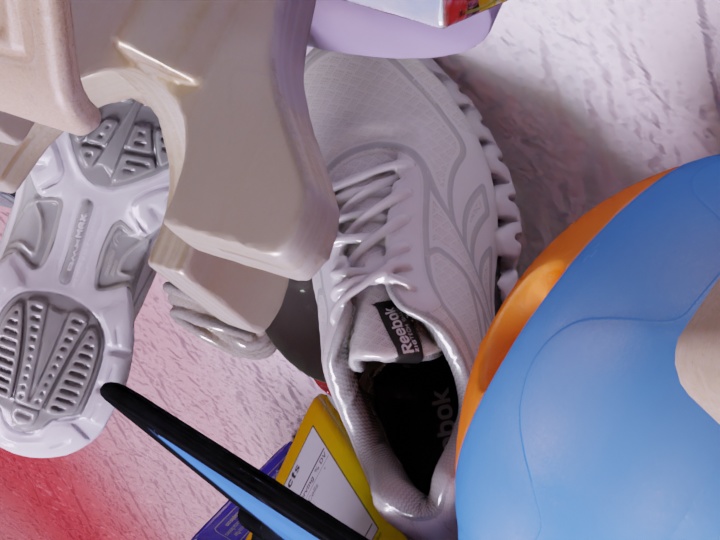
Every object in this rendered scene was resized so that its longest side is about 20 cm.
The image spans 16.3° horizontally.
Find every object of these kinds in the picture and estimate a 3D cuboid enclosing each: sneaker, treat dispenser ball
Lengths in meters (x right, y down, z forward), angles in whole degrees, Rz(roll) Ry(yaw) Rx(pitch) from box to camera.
[{"bbox_3d":[-0.098,-0.034,0.944,0.078,0.201,0.099,25,-171,-10],"label":"sneaker"},{"bbox_3d":[0.128,0.063,0.760,0.200,0.201,0.201,30,157,14],"label":"treat dispenser ball"},{"bbox_3d":[0.015,0.004,0.856,0.075,0.201,0.081,-23,160,20],"label":"sneaker"}]

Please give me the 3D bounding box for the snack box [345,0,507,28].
[{"bbox_3d":[-0.016,-0.127,0.662,0.200,0.142,0.053,21,123,33],"label":"snack box"}]

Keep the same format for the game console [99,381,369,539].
[{"bbox_3d":[-0.012,0.150,0.893,0.116,0.177,0.200,-2,-159,-42],"label":"game console"}]

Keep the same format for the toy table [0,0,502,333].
[{"bbox_3d":[-0.060,-0.069,0.793,0.184,0.117,0.200,36,164,-36],"label":"toy table"}]

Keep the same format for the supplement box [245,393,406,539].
[{"bbox_3d":[0.033,0.156,1.063,0.109,0.109,0.200,19,-162,-28],"label":"supplement box"}]

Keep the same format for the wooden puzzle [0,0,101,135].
[{"bbox_3d":[-0.144,-0.142,0.642,0.185,0.037,0.201,18,130,35],"label":"wooden puzzle"}]

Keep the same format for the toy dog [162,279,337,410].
[{"bbox_3d":[0.000,0.000,1.001,0.132,0.097,0.200,30,172,-4],"label":"toy dog"}]

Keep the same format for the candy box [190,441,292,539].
[{"bbox_3d":[0.008,0.188,1.240,0.200,0.077,0.169,33,-161,7],"label":"candy box"}]

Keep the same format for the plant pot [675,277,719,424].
[{"bbox_3d":[0.195,0.013,0.586,0.200,0.200,0.177,42,163,-16],"label":"plant pot"}]

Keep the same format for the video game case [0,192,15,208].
[{"bbox_3d":[-0.188,-0.073,1.039,0.200,0.023,0.182,34,168,-37],"label":"video game case"}]
